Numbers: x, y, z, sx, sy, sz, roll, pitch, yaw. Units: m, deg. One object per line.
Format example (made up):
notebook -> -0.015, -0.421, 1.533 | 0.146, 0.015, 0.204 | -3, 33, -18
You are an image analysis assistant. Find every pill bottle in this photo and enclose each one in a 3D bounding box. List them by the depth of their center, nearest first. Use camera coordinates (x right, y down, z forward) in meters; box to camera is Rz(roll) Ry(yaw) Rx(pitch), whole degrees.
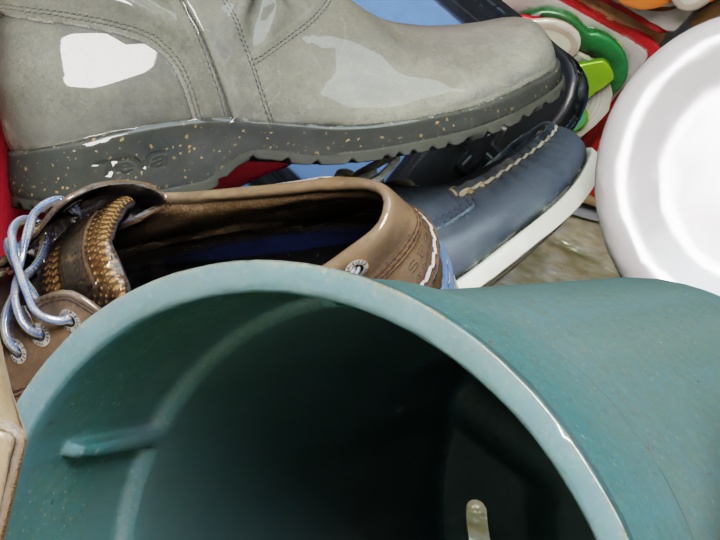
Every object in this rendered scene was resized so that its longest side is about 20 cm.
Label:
pill bottle -> 0.146, -0.017, 0.978 | 0.114, 0.115, 0.200 | 26, -2, 12

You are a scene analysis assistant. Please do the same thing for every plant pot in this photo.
plant pot -> 0.033, 0.086, 0.730 | 0.200, 0.201, 0.196 | 33, 23, 24

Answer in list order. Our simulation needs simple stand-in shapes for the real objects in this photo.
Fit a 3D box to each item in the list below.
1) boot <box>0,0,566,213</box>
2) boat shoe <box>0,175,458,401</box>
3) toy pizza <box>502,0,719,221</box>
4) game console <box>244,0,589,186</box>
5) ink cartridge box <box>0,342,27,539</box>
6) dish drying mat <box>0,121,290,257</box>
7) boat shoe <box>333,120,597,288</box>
boot -> -0.029, -0.096, 0.868 | 0.199, 0.131, 0.068 | -12, 9, -24
boat shoe -> -0.074, 0.009, 0.818 | 0.199, 0.072, 0.072 | -15, 54, 4
toy pizza -> 0.123, -0.086, 1.068 | 0.200, 0.200, 0.032 | 14, 42, -10
game console -> -0.049, -0.068, 1.017 | 0.200, 0.171, 0.118 | 43, 9, 36
ink cartridge box -> -0.185, 0.029, 0.641 | 0.199, 0.075, 0.165 | 10, 14, -13
dish drying mat -> -0.095, -0.046, 0.896 | 0.018, 0.077, 0.200 | 11, 24, 41
boat shoe -> 0.000, 0.000, 0.910 | 0.200, 0.075, 0.062 | -38, 89, -27
